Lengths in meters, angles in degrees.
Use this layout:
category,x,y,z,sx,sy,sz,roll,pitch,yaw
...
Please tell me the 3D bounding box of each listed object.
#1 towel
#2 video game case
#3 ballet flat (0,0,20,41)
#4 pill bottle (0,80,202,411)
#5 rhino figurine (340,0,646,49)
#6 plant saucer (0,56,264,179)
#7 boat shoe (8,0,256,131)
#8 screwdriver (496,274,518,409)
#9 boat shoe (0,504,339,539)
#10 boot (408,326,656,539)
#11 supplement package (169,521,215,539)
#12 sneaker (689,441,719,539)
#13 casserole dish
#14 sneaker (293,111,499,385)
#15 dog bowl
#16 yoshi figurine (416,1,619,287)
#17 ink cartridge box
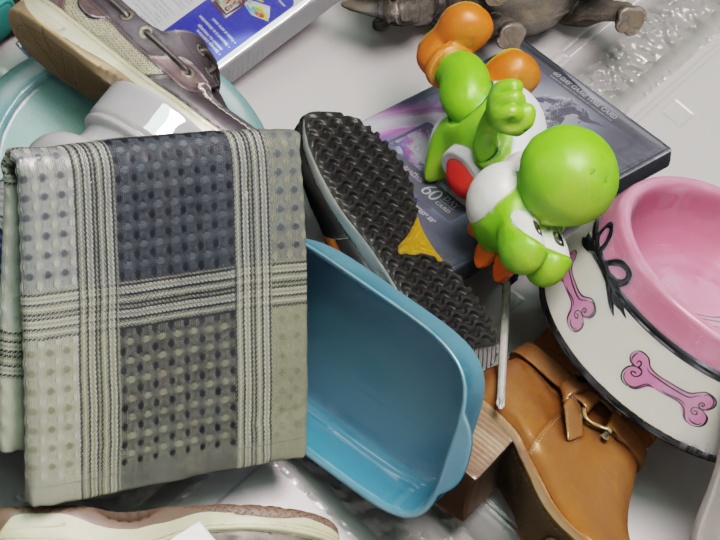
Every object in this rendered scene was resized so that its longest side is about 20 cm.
category,x,y,z,sx,sy,sz,roll,pitch,yaw
towel,-0.113,0.024,1.420,0.192,0.035,0.200,-8,101,-37
video game case,0.077,-0.070,1.632,0.200,0.019,0.143,-29,52,-28
ballet flat,-0.226,-0.180,1.618,0.200,0.068,0.068,-34,62,-31
pill bottle,-0.169,-0.007,1.456,0.111,0.111,0.200,35,74,9
rhino figurine,0.082,-0.180,1.696,0.200,0.060,0.087,-7,22,-18
plant saucer,-0.146,-0.056,1.552,0.200,0.027,0.200,3,69,-9
boat shoe,-0.115,-0.115,1.528,0.200,0.072,0.065,34,73,10
screwdriver,0.089,0.015,1.562,0.028,0.029,0.200,5,34,2
boat shoe,-0.111,0.173,1.418,0.202,0.075,0.075,0,71,-8
boot,0.145,0.122,1.516,0.200,0.074,0.155,42,53,10
supplement package,-0.105,0.241,1.287,0.120,0.200,0.121,-32,71,-30
sneaker,0.234,0.146,1.454,0.073,0.200,0.085,-2,15,-14
casserole dish,-0.001,0.056,1.479,0.200,0.121,0.039,34,31,31
sneaker,0.000,0.000,1.534,0.070,0.090,0.200,-8,59,-45
dog bowl,0.212,0.024,1.554,0.200,0.074,0.200,21,34,-15
yoshi figurine,0.104,-0.080,1.551,0.112,0.112,0.200,-5,45,-11
ink cartridge box,-0.113,-0.160,1.635,0.200,0.039,0.099,-37,75,-20
